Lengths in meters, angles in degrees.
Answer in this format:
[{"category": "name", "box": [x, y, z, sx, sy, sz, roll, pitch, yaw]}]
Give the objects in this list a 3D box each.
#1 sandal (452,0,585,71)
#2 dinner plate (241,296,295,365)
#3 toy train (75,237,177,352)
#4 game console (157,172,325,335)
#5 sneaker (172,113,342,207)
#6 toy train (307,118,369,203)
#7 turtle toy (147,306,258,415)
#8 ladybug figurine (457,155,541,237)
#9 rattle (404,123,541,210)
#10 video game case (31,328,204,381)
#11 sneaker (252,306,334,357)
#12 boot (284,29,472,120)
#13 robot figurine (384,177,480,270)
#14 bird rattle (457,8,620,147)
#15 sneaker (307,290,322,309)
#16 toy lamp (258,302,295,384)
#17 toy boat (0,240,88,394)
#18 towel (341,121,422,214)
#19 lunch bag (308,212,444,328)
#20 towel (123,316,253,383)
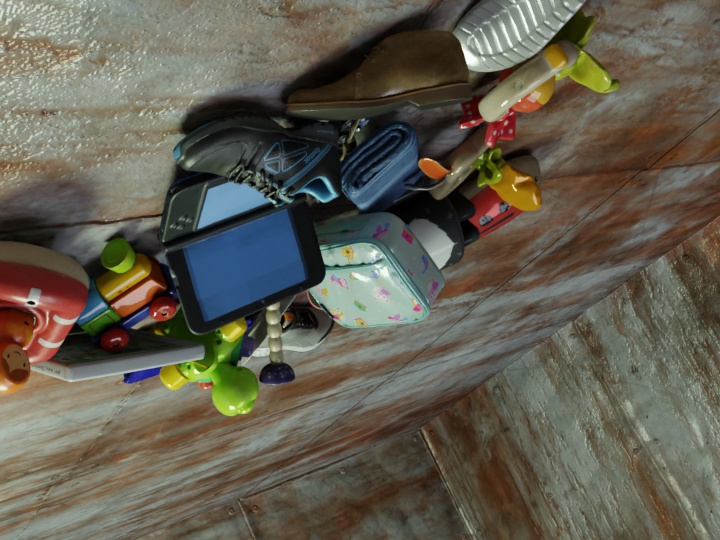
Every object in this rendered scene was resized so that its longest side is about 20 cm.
[{"category": "sandal", "box": [0.183, -0.282, 0.903, 0.201, 0.082, 0.050, -31, -155, 33]}, {"category": "dinner plate", "box": [-0.127, 0.054, 1.286, 0.202, 0.024, 0.200, -53, -172, 10]}, {"category": "toy train", "box": [-0.260, 0.000, 1.010, 0.198, 0.085, 0.116, -33, 145, -1]}, {"category": "game console", "box": [-0.122, -0.040, 0.993, 0.197, 0.120, 0.171, -24, 163, -29]}, {"category": "sneaker", "box": [-0.097, -0.111, 0.888, 0.197, 0.084, 0.073, -6, 170, -36]}, {"category": "toy train", "box": [-0.026, -0.142, 1.014, 0.045, 0.035, 0.201, -23, 162, -25]}, {"category": "turtle toy", "box": [-0.204, 0.113, 1.192, 0.145, 0.201, 0.101, -38, 139, 7]}, {"category": "ladybug figurine", "box": [0.211, -0.109, 1.389, 0.198, 0.073, 0.135, -32, 162, 14]}, {"category": "rattle", "box": [0.153, -0.107, 1.140, 0.129, 0.145, 0.200, -29, -176, 22]}, {"category": "video game case", "box": [-0.331, 0.103, 1.093, 0.179, 0.023, 0.198, 6, -172, 40]}, {"category": "sneaker", "box": [-0.116, 0.096, 1.475, 0.197, 0.075, 0.080, -10, 151, -43]}, {"category": "boot", "box": [0.015, -0.199, 0.888, 0.195, 0.077, 0.074, -9, -174, -1]}, {"category": "robot figurine", "box": [0.078, -0.048, 1.271, 0.196, 0.153, 0.125, -22, 174, -12]}, {"category": "bird rattle", "box": [0.190, -0.222, 0.998, 0.197, 0.115, 0.163, -24, -178, 25]}, {"category": "sneaker", "box": [0.004, -0.004, 1.413, 0.197, 0.075, 0.087, -26, 176, 8]}, {"category": "toy lamp", "box": [-0.119, 0.048, 1.157, 0.057, 0.205, 0.058, -1, -170, 0]}, {"category": "toy boat", "box": [-0.361, 0.064, 0.884, 0.128, 0.133, 0.200, 15, 140, -30]}, {"category": "towel", "box": [0.026, -0.126, 1.064, 0.111, 0.049, 0.200, -40, 171, 2]}, {"category": "lunch bag", "box": [0.000, 0.000, 1.150, 0.197, 0.161, 0.078, -8, -138, 44]}, {"category": "towel", "box": [-0.270, 0.120, 1.346, 0.197, 0.050, 0.148, -17, 158, -32]}]
